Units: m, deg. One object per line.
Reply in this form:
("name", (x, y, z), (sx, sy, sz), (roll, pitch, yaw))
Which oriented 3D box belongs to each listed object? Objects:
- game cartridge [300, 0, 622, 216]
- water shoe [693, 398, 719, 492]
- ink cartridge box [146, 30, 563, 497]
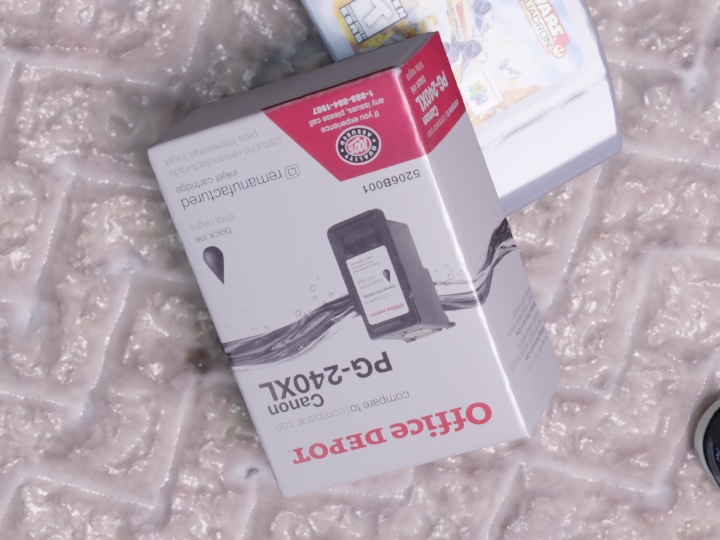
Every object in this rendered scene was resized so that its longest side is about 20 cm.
("game cartridge", (0.050, -0.126, 1.122), (0.132, 0.042, 0.201), (-28, 102, 6))
("water shoe", (0.257, 0.152, 1.168), (0.200, 0.079, 0.072), (42, 96, -11))
("ink cartridge box", (0.000, 0.000, 1.096), (0.144, 0.083, 0.202), (-16, 104, 21))
